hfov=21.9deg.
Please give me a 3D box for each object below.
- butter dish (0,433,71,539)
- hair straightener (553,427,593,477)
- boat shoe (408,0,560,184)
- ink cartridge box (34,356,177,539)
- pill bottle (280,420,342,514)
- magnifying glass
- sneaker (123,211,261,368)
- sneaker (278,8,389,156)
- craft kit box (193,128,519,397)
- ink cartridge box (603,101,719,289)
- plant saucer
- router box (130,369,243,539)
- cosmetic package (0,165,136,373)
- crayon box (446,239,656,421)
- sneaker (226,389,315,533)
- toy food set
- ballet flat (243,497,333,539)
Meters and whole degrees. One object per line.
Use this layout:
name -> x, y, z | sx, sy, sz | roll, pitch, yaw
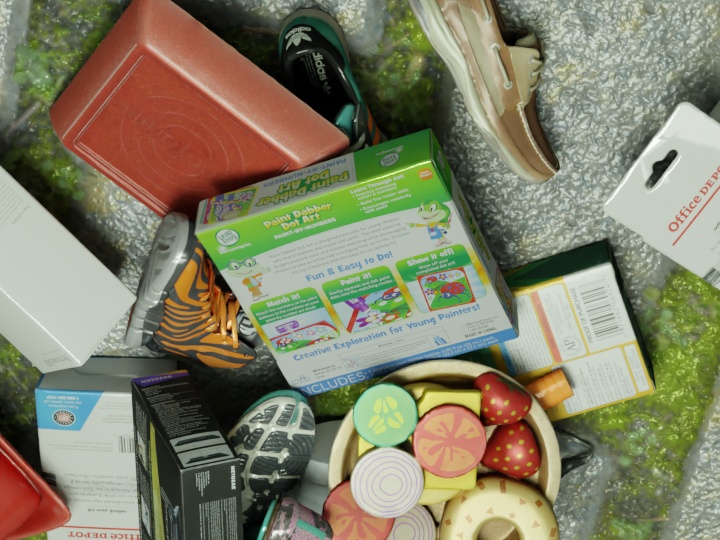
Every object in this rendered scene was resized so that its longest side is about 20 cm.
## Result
butter dish -> -0.386, 0.197, 1.598 | 0.199, 0.148, 0.200 | -21, 115, 47
hair straightener -> 0.113, 0.190, 1.590 | 0.199, 0.041, 0.077 | -26, 126, -14
boat shoe -> 0.110, -0.158, 1.451 | 0.071, 0.076, 0.201 | -27, 111, 15
ink cartridge box -> -0.218, 0.180, 1.644 | 0.115, 0.068, 0.201 | 2, 115, 5
pill bottle -> -0.014, 0.238, 1.626 | 0.111, 0.112, 0.201 | 1, 113, 5
magnifying glass -> 0.083, 0.138, 1.540 | 0.199, 0.022, 0.080 | -28, 103, 1
sneaker -> -0.124, 0.019, 1.530 | 0.111, 0.078, 0.200 | 15, 156, -9
sneaker -> -0.019, -0.105, 1.482 | 0.071, 0.080, 0.201 | -19, 112, 13
craft kit box -> 0.000, 0.000, 1.466 | 0.199, 0.049, 0.198 | -16, 132, 16
ink cartridge box -> 0.302, -0.050, 1.476 | 0.199, 0.068, 0.116 | 32, 114, -10
plant saucer -> -0.138, -0.103, 1.475 | 0.199, 0.037, 0.200 | 37, 140, -11
router box -> -0.142, 0.207, 1.534 | 0.052, 0.157, 0.201 | -9, 117, -19
cosmetic package -> -0.292, -0.011, 1.528 | 0.200, 0.113, 0.081 | 46, 67, -13
crayon box -> 0.134, 0.066, 1.565 | 0.199, 0.052, 0.126 | -17, 112, 12
sneaker -> -0.095, 0.154, 1.584 | 0.077, 0.080, 0.200 | 13, 141, -17
toy food set -> 0.067, 0.171, 1.513 | 0.196, 0.049, 0.202 | 1, 104, -3
ballet flat -> -0.068, 0.241, 1.544 | 0.071, 0.069, 0.200 | 27, 152, -5
